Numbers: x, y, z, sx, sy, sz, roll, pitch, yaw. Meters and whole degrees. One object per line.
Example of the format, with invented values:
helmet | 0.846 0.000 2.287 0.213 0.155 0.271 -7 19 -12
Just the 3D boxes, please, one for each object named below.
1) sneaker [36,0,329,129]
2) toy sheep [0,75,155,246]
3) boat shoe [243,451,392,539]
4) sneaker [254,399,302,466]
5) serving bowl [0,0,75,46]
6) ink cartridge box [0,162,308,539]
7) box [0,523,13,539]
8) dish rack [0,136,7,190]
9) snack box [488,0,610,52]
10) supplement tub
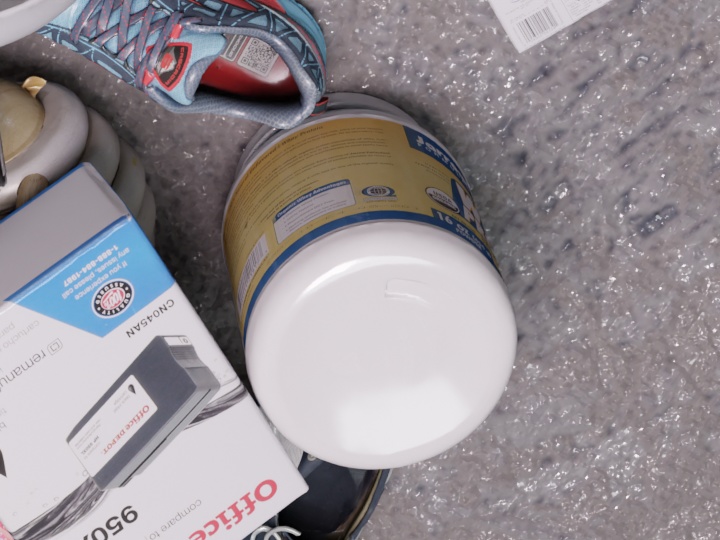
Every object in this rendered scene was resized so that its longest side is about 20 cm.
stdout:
sneaker | -0.103 -0.132 1.545 0.199 0.096 0.080 17 114 -17
toy sheep | -0.173 -0.026 1.572 0.137 0.138 0.201 -21 129 2
boat shoe | -0.031 0.153 1.729 0.075 0.062 0.201 24 112 -22
sneaker | -0.141 0.098 1.641 0.199 0.115 0.081 -3 108 -44
serving bowl | -0.214 -0.181 1.463 0.199 0.201 0.066 -7 147 -6
ink cartridge box | -0.139 0.071 1.491 0.144 0.084 0.201 -36 122 -6
box | -0.256 0.063 1.625 0.102 0.095 0.201 -21 119 3
dish rack | -0.261 -0.102 1.486 0.152 0.201 0.055 -14 143 -2
snack box | 0.156 -0.200 1.591 0.199 0.024 0.072 -29 118 7
supplement tub | 0.000 0.000 1.573 0.144 0.200 0.146 -4 119 -7
